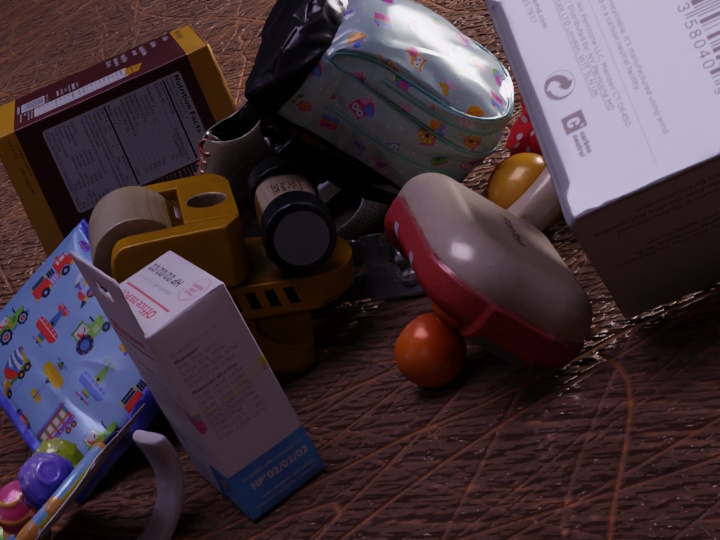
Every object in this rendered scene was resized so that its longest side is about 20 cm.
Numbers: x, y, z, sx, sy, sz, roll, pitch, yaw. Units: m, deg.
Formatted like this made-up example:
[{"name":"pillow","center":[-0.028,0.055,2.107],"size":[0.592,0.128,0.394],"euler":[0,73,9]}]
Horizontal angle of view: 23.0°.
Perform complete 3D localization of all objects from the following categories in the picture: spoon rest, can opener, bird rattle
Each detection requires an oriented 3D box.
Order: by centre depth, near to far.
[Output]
[{"name":"spoon rest","center":[-0.184,0.206,1.212],"size":[0.099,0.061,0.201],"euler":[4,53,54]},{"name":"bird rattle","center":[0.139,-0.084,1.381],"size":[0.163,0.113,0.200],"euler":[-48,22,-4]},{"name":"can opener","center":[0.000,0.000,1.439],"size":[0.199,0.054,0.067],"euler":[-9,-3,39]}]

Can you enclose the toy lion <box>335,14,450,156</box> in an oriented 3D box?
[{"name":"toy lion","center":[0.035,-0.140,1.544],"size":[0.069,0.193,0.199],"euler":[-35,-24,33]}]

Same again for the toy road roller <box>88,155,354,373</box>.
[{"name":"toy road roller","center":[-0.103,0.006,1.364],"size":[0.198,0.147,0.123],"euler":[-9,22,-7]}]

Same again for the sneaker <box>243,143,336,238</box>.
[{"name":"sneaker","center":[-0.036,-0.087,1.585],"size":[0.201,0.099,0.071],"euler":[-64,17,-11]}]

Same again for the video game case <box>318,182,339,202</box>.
[{"name":"video game case","center":[-0.121,-0.042,1.675],"size":[0.181,0.023,0.200],"euler":[2,37,50]}]

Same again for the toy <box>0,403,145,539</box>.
[{"name":"toy","center":[-0.223,0.157,1.233],"size":[0.115,0.047,0.200],"euler":[-54,1,-34]}]

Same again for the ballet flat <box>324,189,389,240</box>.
[{"name":"ballet flat","center":[-0.043,-0.033,1.537],"size":[0.199,0.047,0.067],"euler":[-35,25,-15]}]

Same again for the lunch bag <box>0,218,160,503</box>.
[{"name":"lunch bag","center":[-0.211,0.077,1.405],"size":[0.151,0.094,0.200],"euler":[-48,37,3]}]

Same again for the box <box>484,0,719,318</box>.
[{"name":"box","center":[0.213,-0.115,1.159],"size":[0.199,0.171,0.200],"euler":[-24,61,12]}]

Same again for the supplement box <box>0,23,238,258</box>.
[{"name":"supplement box","center":[-0.208,-0.112,1.578],"size":[0.199,0.134,0.197],"euler":[-24,16,-4]}]

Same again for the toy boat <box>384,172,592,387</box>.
[{"name":"toy boat","center":[0.069,0.023,1.235],"size":[0.131,0.130,0.200],"euler":[-56,21,14]}]

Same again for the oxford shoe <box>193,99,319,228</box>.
[{"name":"oxford shoe","center":[-0.117,-0.079,1.454],"size":[0.200,0.075,0.070],"euler":[-50,36,1]}]

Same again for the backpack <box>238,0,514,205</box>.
[{"name":"backpack","center":[0.019,-0.142,1.389],"size":[0.127,0.199,0.168],"euler":[-45,20,41]}]

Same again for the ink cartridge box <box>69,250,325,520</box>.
[{"name":"ink cartridge box","center":[-0.113,0.061,1.226],"size":[0.068,0.201,0.115],"euler":[-34,24,-15]}]
